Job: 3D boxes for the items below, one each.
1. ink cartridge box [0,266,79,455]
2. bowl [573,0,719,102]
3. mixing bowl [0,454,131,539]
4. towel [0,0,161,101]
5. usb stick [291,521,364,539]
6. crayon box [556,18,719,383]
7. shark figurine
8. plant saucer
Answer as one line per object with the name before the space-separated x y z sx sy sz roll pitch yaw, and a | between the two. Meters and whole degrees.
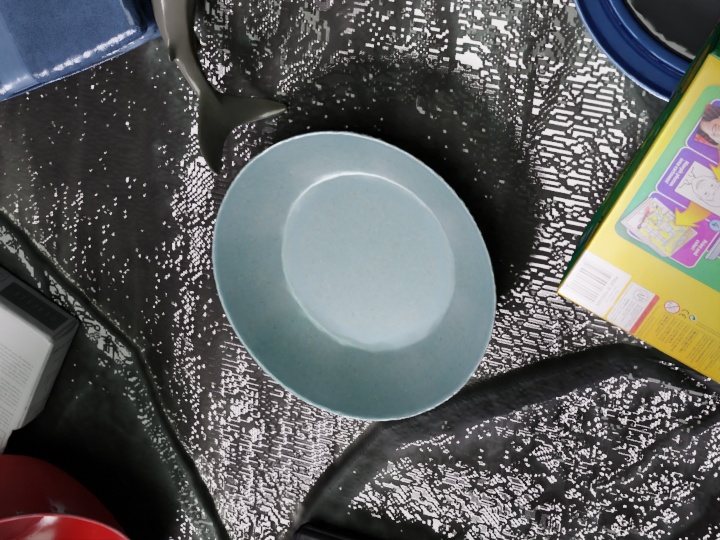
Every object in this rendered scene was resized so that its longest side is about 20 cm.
ink cartridge box | -0.327 0.056 1.291 0.200 0.044 0.174 33 122 8
bowl | 0.210 -0.185 0.940 0.200 0.039 0.201 9 115 21
mixing bowl | -0.266 0.210 1.265 0.199 0.109 0.201 -13 134 -13
towel | -0.229 -0.177 1.143 0.199 0.049 0.112 -16 104 30
usb stick | 0.040 0.226 1.199 0.199 0.033 0.056 14 110 19
crayon box | 0.207 -0.037 0.961 0.119 0.058 0.200 29 134 1
shark figurine | -0.112 -0.179 1.066 0.128 0.089 0.215 18 116 19
plant saucer | 0.000 0.000 1.117 0.200 0.039 0.202 10 115 22
